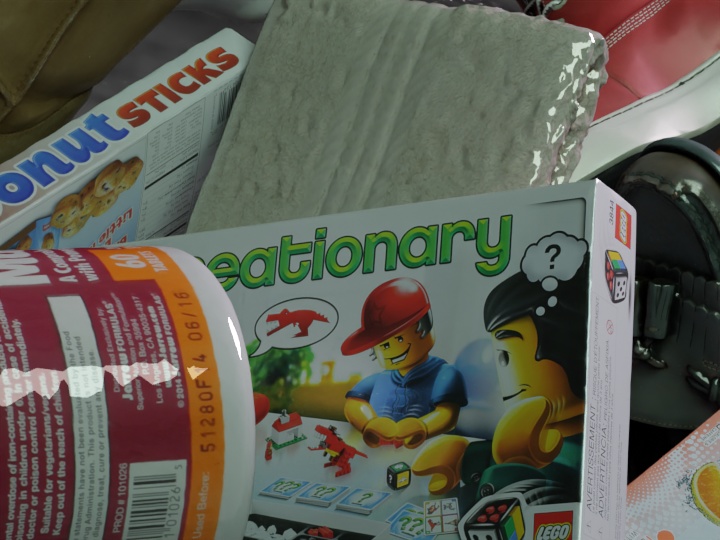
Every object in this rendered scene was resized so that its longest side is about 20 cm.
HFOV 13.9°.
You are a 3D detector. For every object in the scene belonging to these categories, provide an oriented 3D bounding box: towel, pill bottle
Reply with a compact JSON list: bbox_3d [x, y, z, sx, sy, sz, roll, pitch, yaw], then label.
[{"bbox_3d":[0.000,0.000,1.002,0.034,0.132,0.201,35,72,-57],"label":"towel"},{"bbox_3d":[-0.140,0.050,0.866,0.199,0.110,0.110,-2,61,-27],"label":"pill bottle"}]

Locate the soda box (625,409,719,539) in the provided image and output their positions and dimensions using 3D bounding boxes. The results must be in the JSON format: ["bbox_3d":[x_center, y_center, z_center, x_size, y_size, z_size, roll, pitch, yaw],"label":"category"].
[{"bbox_3d":[0.077,0.128,0.939,0.068,0.064,0.200,38,55,24],"label":"soda box"}]

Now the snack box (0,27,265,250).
[{"bbox_3d":[-0.107,-0.011,1.011,0.024,0.072,0.200,35,47,22],"label":"snack box"}]

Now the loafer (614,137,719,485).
[{"bbox_3d":[0.116,0.053,1.033,0.063,0.201,0.072,-35,37,-32],"label":"loafer"}]

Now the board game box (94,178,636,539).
[{"bbox_3d":[-0.010,0.046,0.946,0.035,0.199,0.127,35,53,-54],"label":"board game box"}]

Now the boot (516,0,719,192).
[{"bbox_3d":[0.070,-0.071,1.088,0.200,0.073,0.144,-35,56,-26],"label":"boot"}]

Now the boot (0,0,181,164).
[{"bbox_3d":[-0.115,-0.121,0.973,0.066,0.200,0.175,48,13,33],"label":"boot"}]

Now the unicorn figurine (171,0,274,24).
[{"bbox_3d":[-0.071,-0.127,1.086,0.199,0.138,0.074,9,21,-39],"label":"unicorn figurine"}]
